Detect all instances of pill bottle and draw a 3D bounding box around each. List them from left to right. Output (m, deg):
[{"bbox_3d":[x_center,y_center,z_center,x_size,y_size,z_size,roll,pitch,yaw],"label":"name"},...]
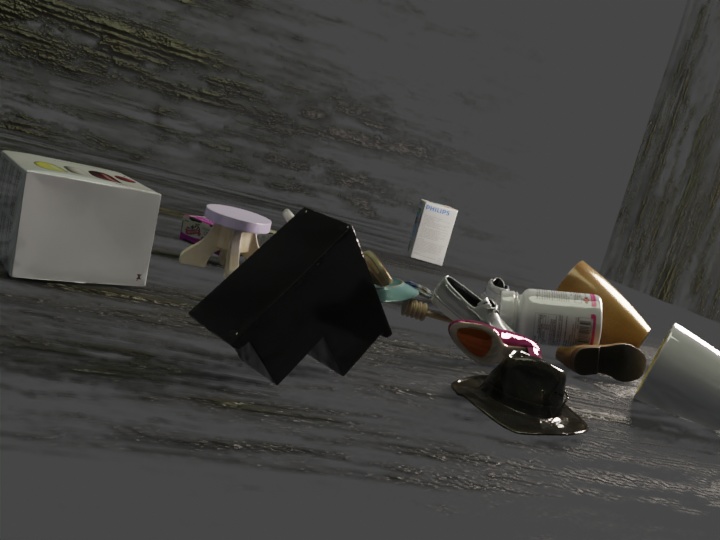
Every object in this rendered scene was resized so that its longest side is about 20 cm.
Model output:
[{"bbox_3d":[0.388,0.098,1.235,0.196,0.116,0.113,6,7,14],"label":"pill bottle"}]

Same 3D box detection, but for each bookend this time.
[{"bbox_3d":[-0.075,0.067,0.751,0.091,0.199,0.202,23,-32,39],"label":"bookend"}]

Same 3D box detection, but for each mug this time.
[{"bbox_3d":[0.586,0.189,1.035,0.152,0.152,0.186,29,21,26],"label":"mug"}]

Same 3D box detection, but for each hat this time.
[{"bbox_3d":[0.231,0.156,0.830,0.197,0.082,0.201,15,11,-3],"label":"hat"}]

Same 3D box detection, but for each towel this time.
[{"bbox_3d":[0.204,0.072,1.336,0.146,0.024,0.199,21,0,-40],"label":"towel"}]

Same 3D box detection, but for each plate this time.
[{"bbox_3d":[0.022,0.033,1.223,0.196,0.026,0.200,2,11,0],"label":"plate"}]

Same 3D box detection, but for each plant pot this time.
[{"bbox_3d":[0.532,0.110,1.331,0.199,0.189,0.185,35,18,27],"label":"plant pot"}]

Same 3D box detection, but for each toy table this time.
[{"bbox_3d":[-0.248,-0.054,1.150,0.180,0.119,0.200,13,9,-8],"label":"toy table"}]

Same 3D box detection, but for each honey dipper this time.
[{"bbox_3d":[0.179,0.098,1.204,0.196,0.039,0.038,16,10,-9],"label":"honey dipper"}]

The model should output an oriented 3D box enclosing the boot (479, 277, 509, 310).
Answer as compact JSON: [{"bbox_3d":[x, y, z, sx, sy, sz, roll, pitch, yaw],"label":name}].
[{"bbox_3d":[0.323,0.065,1.428,0.072,0.097,0.200,15,10,2],"label":"boot"}]

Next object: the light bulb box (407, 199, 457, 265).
[{"bbox_3d":[0.258,-0.143,2.168,0.123,0.204,0.198,15,9,-2],"label":"light bulb box"}]

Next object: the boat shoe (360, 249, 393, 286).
[{"bbox_3d":[0.000,0.000,1.176,0.073,0.065,0.200,57,-11,-26],"label":"boat shoe"}]

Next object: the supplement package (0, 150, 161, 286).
[{"bbox_3d":[-0.439,-0.081,0.911,0.189,0.150,0.199,6,12,-41],"label":"supplement package"}]

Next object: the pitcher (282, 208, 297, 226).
[{"bbox_3d":[-0.132,-0.084,1.385,0.173,0.120,0.200,57,-2,-22],"label":"pitcher"}]

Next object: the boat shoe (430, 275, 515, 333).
[{"bbox_3d":[0.233,0.082,1.171,0.199,0.069,0.072,38,31,22],"label":"boat shoe"}]

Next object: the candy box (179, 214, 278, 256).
[{"bbox_3d":[-0.296,-0.080,1.379,0.135,0.062,0.199,20,10,28],"label":"candy box"}]

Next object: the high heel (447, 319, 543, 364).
[{"bbox_3d":[0.234,0.120,1.045,0.197,0.068,0.096,19,19,-12],"label":"high heel"}]

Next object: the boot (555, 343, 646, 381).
[{"bbox_3d":[0.473,0.172,1.170,0.197,0.075,0.075,9,1,-21],"label":"boot"}]
